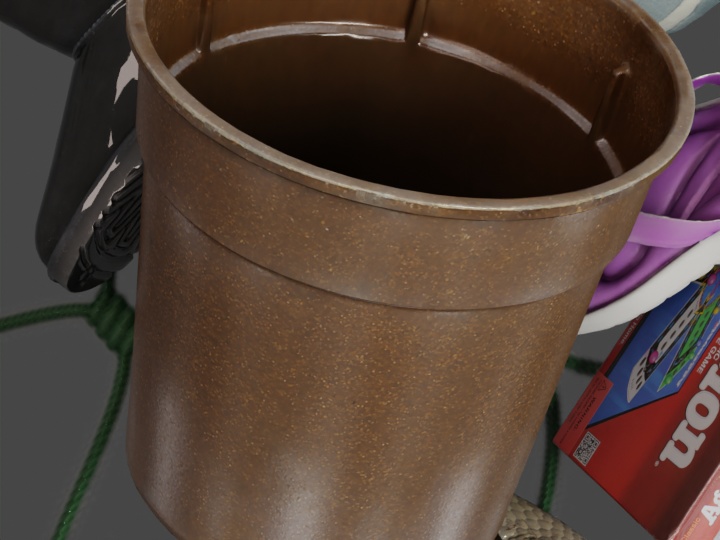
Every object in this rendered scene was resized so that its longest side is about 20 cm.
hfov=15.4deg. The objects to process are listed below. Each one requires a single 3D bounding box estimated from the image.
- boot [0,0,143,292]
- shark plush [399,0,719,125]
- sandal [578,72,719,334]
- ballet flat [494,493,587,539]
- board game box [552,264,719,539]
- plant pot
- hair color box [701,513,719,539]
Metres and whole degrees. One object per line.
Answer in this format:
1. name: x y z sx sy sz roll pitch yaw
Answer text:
1. boot: -0.147 -0.108 1.116 0.200 0.066 0.165 33 87 15
2. shark plush: 0.096 -0.128 1.028 0.200 0.083 0.091 -21 79 15
3. sandal: 0.122 -0.040 0.997 0.202 0.050 0.083 -27 44 36
4. ballet flat: 0.010 0.095 1.055 0.200 0.046 0.067 26 93 19
5. board game box: 0.152 0.004 0.997 0.200 0.019 0.103 -57 29 6
6. plant pot: 0.000 0.000 0.970 0.200 0.200 0.199 26 126 19
7. hair color box: 0.225 0.047 0.980 0.111 0.064 0.200 35 97 20
